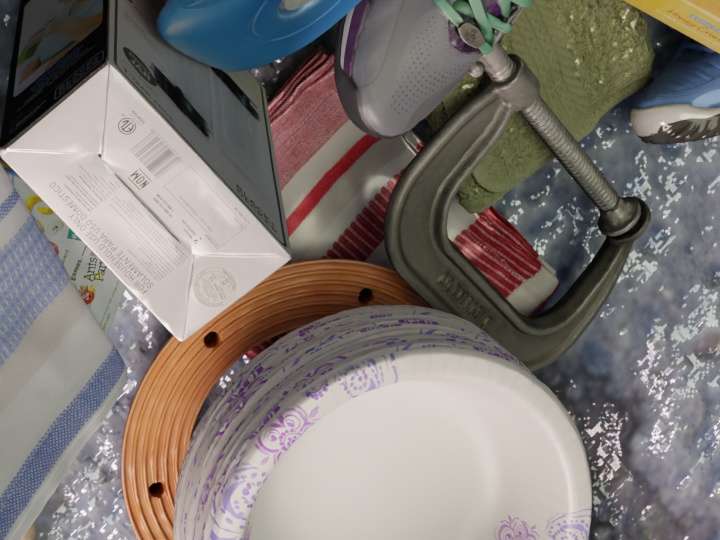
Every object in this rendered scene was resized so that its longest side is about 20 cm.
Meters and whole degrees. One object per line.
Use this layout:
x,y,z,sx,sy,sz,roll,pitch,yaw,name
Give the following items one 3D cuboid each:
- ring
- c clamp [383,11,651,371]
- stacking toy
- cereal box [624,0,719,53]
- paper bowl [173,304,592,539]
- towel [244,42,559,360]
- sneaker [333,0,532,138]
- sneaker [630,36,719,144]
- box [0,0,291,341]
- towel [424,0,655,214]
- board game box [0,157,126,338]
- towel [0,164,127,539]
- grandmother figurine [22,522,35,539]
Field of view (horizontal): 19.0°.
-0.028,0.087,1.105,0.199,0.019,0.201,-7,111,-19,ring
0.091,-0.042,1.084,0.171,0.027,0.200,-48,134,-10,c clamp
-0.078,-0.196,0.947,0.116,0.110,0.200,-38,75,10,stacking toy
0.204,-0.210,1.088,0.143,0.040,0.201,27,75,-16,cereal box
0.005,0.113,1.059,0.200,0.104,0.202,-7,112,-19,paper bowl
0.000,0.000,1.108,0.200,0.023,0.144,42,86,-28,towel
0.064,-0.146,0.979,0.074,0.087,0.201,36,80,-40,sneaker
0.212,-0.137,1.145,0.200,0.076,0.077,-39,111,-21,sneaker
-0.093,-0.067,0.938,0.060,0.200,0.117,-37,114,12,box
0.073,-0.141,1.070,0.148,0.036,0.200,-41,125,-21,towel
-0.214,-0.018,0.958,0.199,0.103,0.105,21,96,-29,board game box
-0.171,0.014,0.869,0.201,0.024,0.147,63,38,-28,towel
-0.202,0.168,1.043,0.121,0.061,0.200,-32,113,-4,grandmother figurine
